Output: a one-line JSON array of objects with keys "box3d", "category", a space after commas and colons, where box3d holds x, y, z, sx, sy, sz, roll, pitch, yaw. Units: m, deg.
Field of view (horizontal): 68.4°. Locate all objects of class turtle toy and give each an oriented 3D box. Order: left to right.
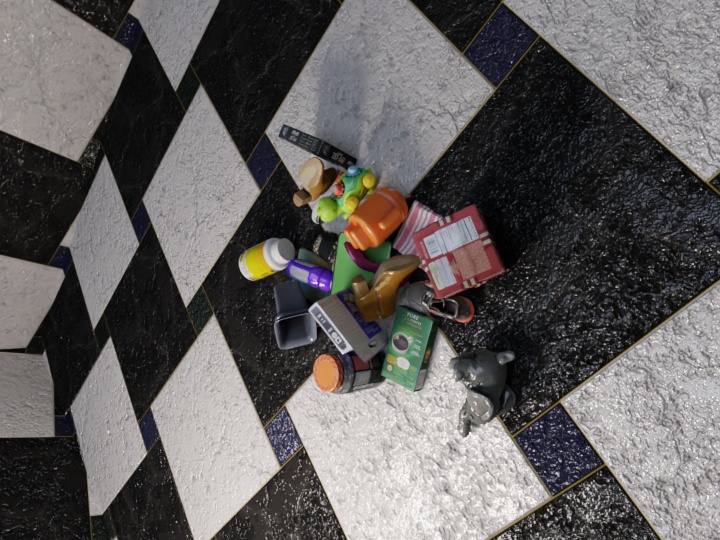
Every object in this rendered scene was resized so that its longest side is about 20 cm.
[{"box3d": [-0.038, -0.213, 1.481, 0.101, 0.146, 0.201, 39, 88, 0], "category": "turtle toy"}]

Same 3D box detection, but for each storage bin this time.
[{"box3d": [-0.202, 0.129, 1.637, 0.201, 0.143, 0.136, 94, 161, -58], "category": "storage bin"}]

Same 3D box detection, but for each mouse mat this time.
[{"box3d": [0.000, 0.000, 1.504, 0.158, 0.008, 0.204, 11, 101, 10], "category": "mouse mat"}]

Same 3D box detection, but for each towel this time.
[{"box3d": [-0.140, 0.029, 1.682, 0.199, 0.022, 0.149, 27, 106, 37], "category": "towel"}, {"box3d": [0.176, -0.079, 1.400, 0.200, 0.030, 0.148, 40, 113, 36], "category": "towel"}]

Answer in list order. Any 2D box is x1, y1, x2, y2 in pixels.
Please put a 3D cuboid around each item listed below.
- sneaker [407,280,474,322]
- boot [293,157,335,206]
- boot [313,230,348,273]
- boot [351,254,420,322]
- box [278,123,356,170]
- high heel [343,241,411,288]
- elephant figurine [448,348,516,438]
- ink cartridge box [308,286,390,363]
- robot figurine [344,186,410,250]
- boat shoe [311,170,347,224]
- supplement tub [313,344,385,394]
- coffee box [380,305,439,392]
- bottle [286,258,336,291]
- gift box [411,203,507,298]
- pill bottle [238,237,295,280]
[{"box3d": [0.190, 0.073, 1.343, 0.198, 0.081, 0.078, 17, 99, 41], "category": "sneaker"}, {"box3d": [-0.120, -0.283, 1.576, 0.071, 0.144, 0.202, 44, 140, 7], "category": "boot"}, {"box3d": [-0.058, -0.103, 1.582, 0.153, 0.073, 0.206, 35, 99, 48], "category": "boot"}, {"box3d": [0.079, 0.051, 1.407, 0.198, 0.145, 0.071, -22, 34, -1], "category": "boot"}, {"box3d": [-0.130, -0.370, 1.600, 0.199, 0.159, 0.044, 32, 100, 39], "category": "box"}, {"box3d": [0.047, -0.028, 1.454, 0.200, 0.067, 0.096, 45, 102, -2], "category": "high heel"}, {"box3d": [0.289, 0.293, 1.233, 0.139, 0.155, 0.204, -13, 89, -3], "category": "elephant figurine"}, {"box3d": [-0.022, 0.149, 1.417, 0.043, 0.198, 0.201, -44, 80, 24], "category": "ink cartridge box"}, {"box3d": [0.047, -0.145, 1.432, 0.117, 0.144, 0.200, 43, 75, 14], "category": "robot figurine"}, {"box3d": [-0.078, -0.211, 1.609, 0.201, 0.068, 0.057, -51, 58, 25], "category": "boat shoe"}, {"box3d": [-0.027, 0.270, 1.448, 0.121, 0.198, 0.125, -3, 85, 41], "category": "supplement tub"}, {"box3d": [0.132, 0.206, 1.414, 0.122, 0.044, 0.203, 20, 101, 40], "category": "coffee box"}, {"box3d": [-0.135, 0.018, 1.612, 0.198, 0.083, 0.066, 19, 93, 38], "category": "bottle"}, {"box3d": [0.218, -0.041, 1.232, 0.197, 0.186, 0.187, -20, 84, 17], "category": "gift box"}, {"box3d": [-0.311, -0.042, 1.779, 0.198, 0.108, 0.111, -20, 75, 39], "category": "pill bottle"}]
